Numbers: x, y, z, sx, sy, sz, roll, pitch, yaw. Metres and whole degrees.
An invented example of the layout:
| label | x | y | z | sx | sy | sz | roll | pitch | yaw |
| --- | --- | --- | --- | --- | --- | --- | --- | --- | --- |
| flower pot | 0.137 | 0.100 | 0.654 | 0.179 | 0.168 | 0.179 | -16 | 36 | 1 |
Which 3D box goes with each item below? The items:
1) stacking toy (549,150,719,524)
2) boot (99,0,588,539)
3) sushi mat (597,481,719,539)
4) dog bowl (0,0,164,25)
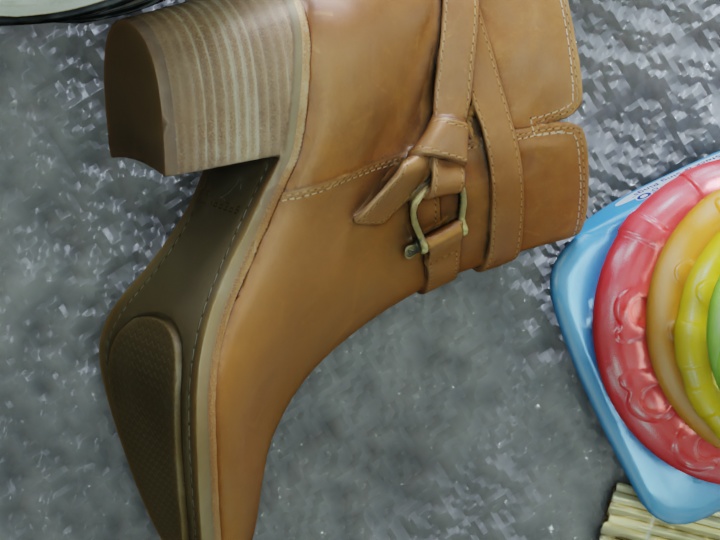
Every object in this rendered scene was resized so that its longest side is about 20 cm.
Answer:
| label | x | y | z | sx | sy | sz | roll | pitch | yaw |
| --- | --- | --- | --- | --- | --- | --- | --- | --- | --- |
| stacking toy | 0.142 | 0.020 | 0.894 | 0.116 | 0.200 | 0.110 | -25 | 97 | -9 |
| boot | 0.000 | 0.000 | 0.936 | 0.154 | 0.074 | 0.201 | -11 | 117 | -27 |
| sushi mat | 0.165 | 0.141 | 1.000 | 0.199 | 0.012 | 0.096 | 15 | 89 | -10 |
| dog bowl | -0.094 | -0.165 | 0.887 | 0.199 | 0.074 | 0.201 | -1 | 83 | 9 |
